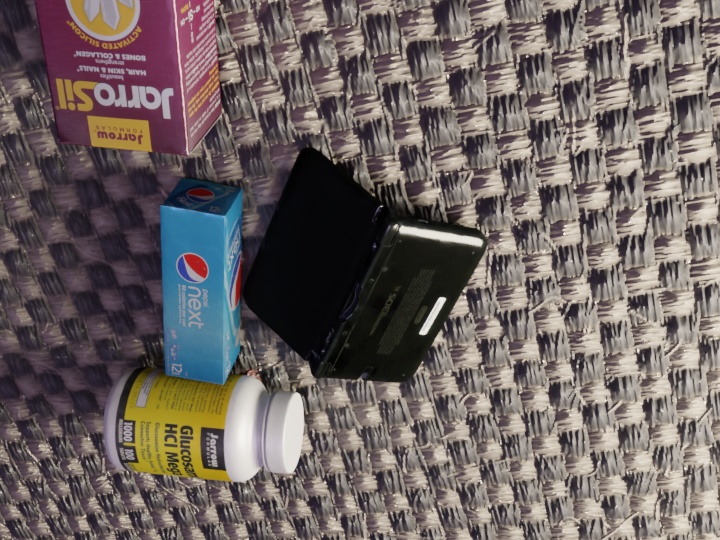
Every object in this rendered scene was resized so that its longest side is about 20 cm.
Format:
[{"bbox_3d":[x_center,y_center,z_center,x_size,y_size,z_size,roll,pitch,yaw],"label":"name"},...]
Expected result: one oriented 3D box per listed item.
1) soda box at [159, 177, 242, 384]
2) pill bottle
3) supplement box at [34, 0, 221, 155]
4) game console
[{"bbox_3d":[-0.160,0.014,0.985,0.067,0.064,0.203,9,122,7],"label":"soda box"},{"bbox_3d":[-0.166,0.167,1.048,0.197,0.113,0.114,3,121,11],"label":"pill bottle"},{"bbox_3d":[-0.199,-0.215,0.836,0.129,0.104,0.203,5,122,9],"label":"supplement box"},{"bbox_3d":[0.000,0.000,0.969,0.173,0.117,0.202,7,128,-28],"label":"game console"}]
